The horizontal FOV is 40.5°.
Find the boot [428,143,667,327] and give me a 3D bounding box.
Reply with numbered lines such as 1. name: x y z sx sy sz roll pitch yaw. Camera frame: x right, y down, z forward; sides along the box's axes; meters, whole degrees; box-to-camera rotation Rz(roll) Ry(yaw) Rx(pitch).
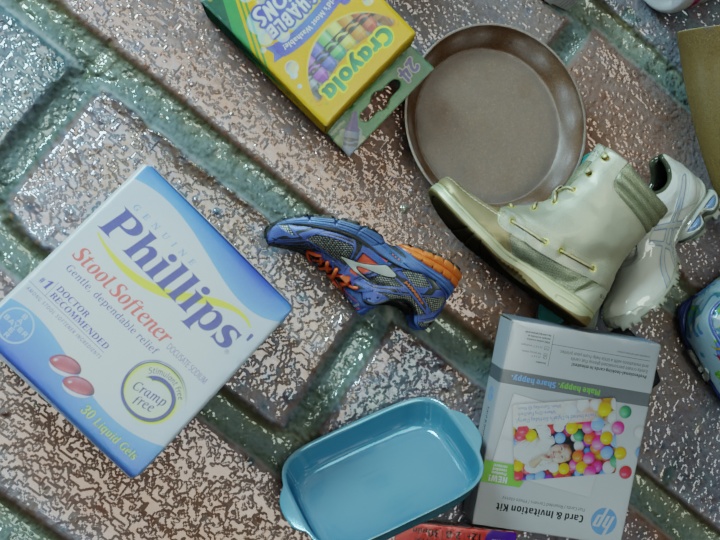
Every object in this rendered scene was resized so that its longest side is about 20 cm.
1. boot: 0.180 -0.063 0.943 0.199 0.072 0.155 38 87 1

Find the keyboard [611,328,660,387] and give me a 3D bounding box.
1. keyboard: 0.234 0.152 0.995 0.199 0.040 0.104 -37 94 -14

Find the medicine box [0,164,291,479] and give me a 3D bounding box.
1. medicine box: -0.195 0.044 0.861 0.182 0.103 0.200 44 76 -7

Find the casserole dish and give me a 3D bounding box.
1. casserole dish: 0.021 0.194 0.909 0.198 0.039 0.121 -22 47 -15

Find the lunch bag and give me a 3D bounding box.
1. lunch bag: 0.449 0.061 1.039 0.199 0.082 0.161 -35 93 -15

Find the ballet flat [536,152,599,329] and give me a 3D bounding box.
1. ballet flat: 0.231 -0.022 1.009 0.063 0.067 0.202 24 78 -39

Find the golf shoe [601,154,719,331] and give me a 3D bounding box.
1. golf shoe: 0.288 -0.032 1.004 0.097 0.078 0.201 44 64 -17

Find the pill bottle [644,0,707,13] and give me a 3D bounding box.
1. pill bottle: 0.398 -0.361 1.054 0.199 0.113 0.114 -23 90 -16

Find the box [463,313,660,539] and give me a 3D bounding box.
1. box: 0.195 0.155 0.951 0.154 0.041 0.202 10 95 -8

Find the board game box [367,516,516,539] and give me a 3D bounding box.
1. board game box: 0.063 0.340 0.926 0.150 0.046 0.202 8 82 -13

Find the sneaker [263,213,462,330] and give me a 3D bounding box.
1. sneaker: 0.000 0.000 0.934 0.198 0.075 0.079 20 83 -10

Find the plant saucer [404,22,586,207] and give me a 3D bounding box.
1. plant saucer: 0.135 -0.151 1.004 0.198 0.034 0.203 2 84 -15

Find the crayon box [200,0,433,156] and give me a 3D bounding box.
1. crayon box: -0.038 -0.226 0.937 0.200 0.052 0.126 44 88 -2

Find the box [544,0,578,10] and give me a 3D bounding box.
1. box: 0.242 -0.381 1.053 0.038 0.041 0.202 21 80 -12

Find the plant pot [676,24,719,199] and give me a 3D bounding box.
1. plant pot: 0.430 -0.155 1.020 0.184 0.186 0.202 -7 99 -15
